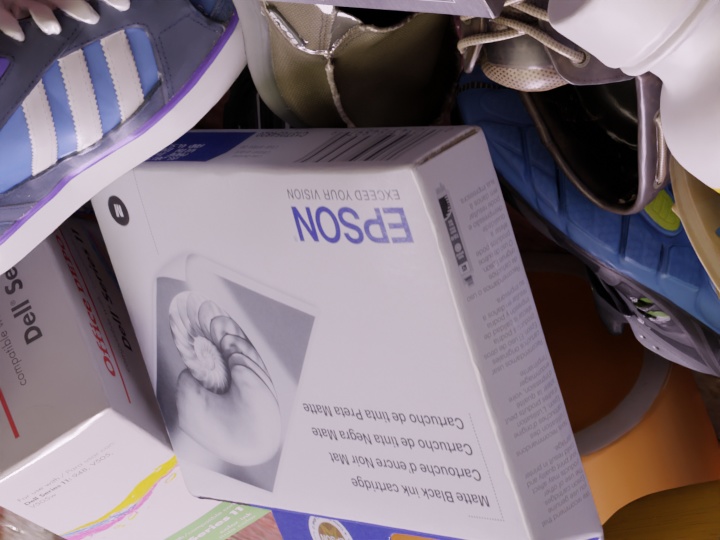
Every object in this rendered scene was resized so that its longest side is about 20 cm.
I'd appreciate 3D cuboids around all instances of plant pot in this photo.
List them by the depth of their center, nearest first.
[{"bbox_3d":[0.078,0.099,1.082,0.199,0.200,0.184,14,137,25],"label":"plant pot"}]

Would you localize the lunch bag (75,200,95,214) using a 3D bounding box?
[{"bbox_3d":[-0.171,-0.082,1.020,0.160,0.076,0.200,17,173,25],"label":"lunch bag"}]

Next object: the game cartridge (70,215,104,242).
[{"bbox_3d":[-0.166,-0.017,1.156,0.133,0.041,0.200,20,-178,27],"label":"game cartridge"}]

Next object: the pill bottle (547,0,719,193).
[{"bbox_3d":[0.160,-0.055,0.763,0.200,0.112,0.111,31,155,-11],"label":"pill bottle"}]

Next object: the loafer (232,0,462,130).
[{"bbox_3d":[0.000,-0.093,0.863,0.069,0.075,0.200,25,167,25],"label":"loafer"}]

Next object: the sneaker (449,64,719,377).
[{"bbox_3d":[0.103,-0.008,0.959,0.199,0.071,0.083,36,148,-27],"label":"sneaker"}]

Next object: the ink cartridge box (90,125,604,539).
[{"bbox_3d":[-0.005,0.045,0.930,0.199,0.041,0.201,2,117,50],"label":"ink cartridge box"}]

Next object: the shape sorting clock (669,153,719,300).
[{"bbox_3d":[0.179,0.023,0.832,0.199,0.200,0.039,31,116,-10],"label":"shape sorting clock"}]

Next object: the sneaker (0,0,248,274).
[{"bbox_3d":[-0.125,-0.087,0.862,0.081,0.200,0.146,51,-171,35],"label":"sneaker"}]

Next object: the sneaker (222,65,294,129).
[{"bbox_3d":[-0.021,-0.034,1.049,0.079,0.074,0.200,5,156,-14],"label":"sneaker"}]

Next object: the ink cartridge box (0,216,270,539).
[{"bbox_3d":[-0.120,0.041,1.034,0.067,0.117,0.200,-31,153,10],"label":"ink cartridge box"}]

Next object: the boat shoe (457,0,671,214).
[{"bbox_3d":[0.070,-0.090,0.826,0.074,0.074,0.200,6,149,37],"label":"boat shoe"}]

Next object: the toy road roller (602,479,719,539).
[{"bbox_3d":[0.167,0.103,0.950,0.146,0.201,0.123,37,147,-28],"label":"toy road roller"}]

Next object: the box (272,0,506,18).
[{"bbox_3d":[-0.025,-0.150,0.698,0.199,0.159,0.048,9,151,35],"label":"box"}]
